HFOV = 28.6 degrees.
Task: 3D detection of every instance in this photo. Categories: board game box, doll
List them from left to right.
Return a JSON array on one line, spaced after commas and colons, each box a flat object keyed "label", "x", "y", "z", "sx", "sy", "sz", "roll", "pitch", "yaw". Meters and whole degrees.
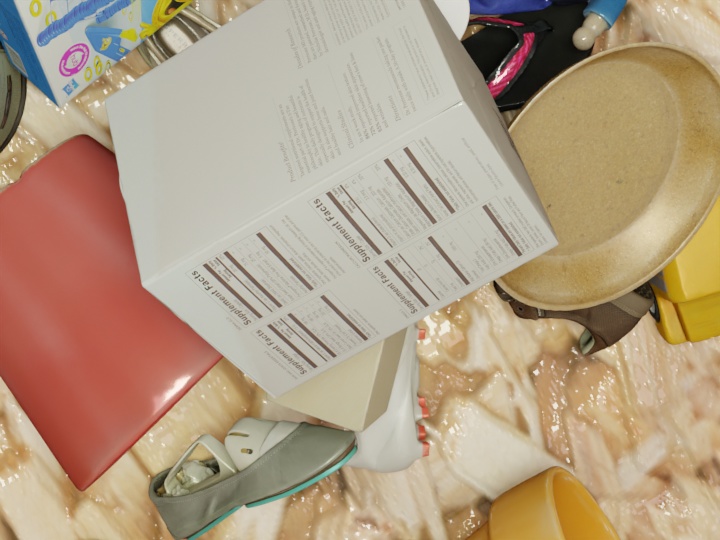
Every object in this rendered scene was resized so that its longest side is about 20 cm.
[{"label": "board game box", "x": -0.153, "y": -0.231, "z": 0.879, "sx": 0.056, "sy": 0.200, "sz": 0.196, "roll": 40, "pitch": 72, "yaw": 22}, {"label": "doll", "x": 0.139, "y": -0.217, "z": 1.004, "sx": 0.198, "sy": 0.049, "sz": 0.138, "roll": -12, "pitch": 67, "yaw": -9}]

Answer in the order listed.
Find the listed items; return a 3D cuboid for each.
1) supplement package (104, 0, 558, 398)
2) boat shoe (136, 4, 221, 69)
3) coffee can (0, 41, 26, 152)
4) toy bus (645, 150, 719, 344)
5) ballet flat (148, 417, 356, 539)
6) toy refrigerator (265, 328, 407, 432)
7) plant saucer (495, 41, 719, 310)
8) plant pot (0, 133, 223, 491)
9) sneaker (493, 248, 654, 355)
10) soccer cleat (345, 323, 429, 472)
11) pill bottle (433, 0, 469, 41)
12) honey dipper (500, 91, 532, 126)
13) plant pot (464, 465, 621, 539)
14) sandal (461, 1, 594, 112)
[{"label": "supplement package", "x": -0.019, "y": -0.058, "z": 0.829, "sx": 0.199, "sy": 0.153, "sz": 0.151, "roll": -29, "pitch": 141, "yaw": 12}, {"label": "boat shoe", "x": -0.081, "y": -0.119, "z": 1.001, "sx": 0.200, "sy": 0.065, "sz": 0.072, "roll": 43, "pitch": 90, "yaw": -5}, {"label": "coffee can", "x": -0.303, "y": -0.121, "z": 0.916, "sx": 0.145, "sy": 0.200, "sz": 0.148, "roll": -1, "pitch": 98, "yaw": -6}, {"label": "toy bus", "x": 0.238, "y": -0.045, "z": 1.048, "sx": 0.065, "sy": 0.078, "sz": 0.202, "roll": -16, "pitch": 100, "yaw": -3}, {"label": "ballet flat", "x": -0.086, "y": 0.139, "z": 1.005, "sx": 0.199, "sy": 0.067, "sz": 0.064, "roll": -31, "pitch": 96, "yaw": 41}, {"label": "toy refrigerator", "x": 0.000, "y": 0.000, "z": 0.979, "sx": 0.075, "sy": 0.070, "sz": 0.202, "roll": 16, "pitch": 103, "yaw": 15}, {"label": "plant saucer", "x": 0.159, "y": -0.067, "z": 0.950, "sx": 0.199, "sy": 0.035, "sz": 0.202, "roll": -14, "pitch": 127, "yaw": -19}, {"label": "plant pot", "x": -0.177, "y": 0.019, "z": 0.965, "sx": 0.200, "sy": 0.200, "sz": 0.177, "roll": -43, "pitch": 92, "yaw": 2}, {"label": "sneaker", "x": 0.121, "y": -0.001, "z": 1.042, "sx": 0.199, "sy": 0.071, "sz": 0.076, "roll": 31, "pitch": 115, "yaw": -14}, {"label": "soccer cleat", "x": 0.009, "y": 0.054, "z": 1.046, "sx": 0.077, "sy": 0.069, "sz": 0.202, "roll": -3, "pitch": 102, "yaw": -3}, {"label": "pill bottle", "x": 0.003, "y": -0.224, "z": 0.925, "sx": 0.112, "sy": 0.201, "sz": 0.113, "roll": -10, "pitch": 141, "yaw": -9}, {"label": "honey dipper", "x": 0.039, "y": -0.078, "z": 1.044, "sx": 0.199, "sy": 0.038, "sz": 0.038, "roll": -24, "pitch": 100, "yaw": 0}, {"label": "plant pot", "x": 0.111, "y": 0.275, "z": 1.038, "sx": 0.182, "sy": 0.200, "sz": 0.201, "roll": -30, "pitch": 101, "yaw": 15}, {"label": "sandal", "x": 0.081, "y": -0.146, "z": 1.019, "sx": 0.199, "sy": 0.045, "sz": 0.076, "roll": -24, "pitch": 65, "yaw": 0}]
